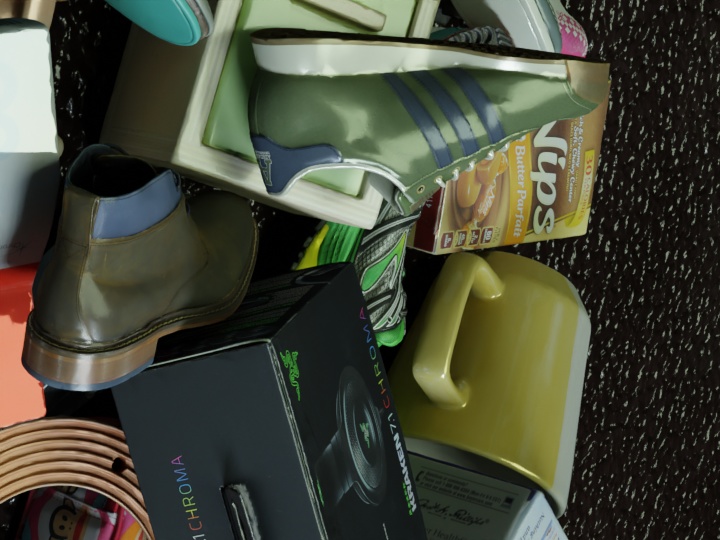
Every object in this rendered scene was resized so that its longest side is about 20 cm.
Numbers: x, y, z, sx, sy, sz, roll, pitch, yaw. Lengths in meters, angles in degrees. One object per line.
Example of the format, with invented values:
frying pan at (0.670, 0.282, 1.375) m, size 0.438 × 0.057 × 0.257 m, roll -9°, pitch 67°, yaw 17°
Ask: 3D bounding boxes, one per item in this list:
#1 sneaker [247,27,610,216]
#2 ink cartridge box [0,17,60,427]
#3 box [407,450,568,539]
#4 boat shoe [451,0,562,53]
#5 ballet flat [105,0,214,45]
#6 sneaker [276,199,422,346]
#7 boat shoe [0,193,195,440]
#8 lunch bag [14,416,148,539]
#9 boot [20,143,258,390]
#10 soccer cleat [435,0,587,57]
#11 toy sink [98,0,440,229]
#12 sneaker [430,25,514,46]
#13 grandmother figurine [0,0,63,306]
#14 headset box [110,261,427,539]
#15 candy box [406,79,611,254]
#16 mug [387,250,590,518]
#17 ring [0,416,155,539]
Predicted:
sneaker at (0.033, -0.074, 1.069) m, size 0.198 × 0.067 × 0.091 m, roll 2°, pitch 101°, yaw -23°
ink cartridge box at (-0.216, -0.008, 0.951) m, size 0.159 × 0.047 × 0.202 m, roll -12°, pitch 105°, yaw -33°
box at (0.048, 0.213, 1.349) m, size 0.105 × 0.183 × 0.201 m, roll -58°, pitch 143°, yaw -25°
boat shoe at (0.075, -0.215, 1.259) m, size 0.062 × 0.073 × 0.201 m, roll -36°, pitch 97°, yaw -28°
ballet flat at (-0.137, -0.188, 0.994) m, size 0.199 × 0.067 × 0.064 m, roll 36°, pitch 66°, yaw -30°
sneaker at (0.000, 0.000, 1.271) m, size 0.085 × 0.078 × 0.201 m, roll 36°, pitch 73°, yaw -8°
boat shoe at (-0.147, 0.036, 1.101) m, size 0.199 × 0.073 × 0.068 m, roll -46°, pitch 142°, yaw -33°
lunch bag at (-0.130, 0.191, 1.185) m, size 0.176 × 0.081 × 0.202 m, roll 22°, pitch 86°, yaw -59°
boot at (-0.096, -0.023, 1.017) m, size 0.200 × 0.074 × 0.098 m, roll -47°, pitch 152°, yaw -58°
soccer cleat at (0.102, -0.192, 1.371) m, size 0.199 × 0.069 × 0.087 m, roll 16°, pitch 90°, yaw -55°
toy sink at (-0.039, -0.139, 1.115) m, size 0.129 × 0.112 × 0.202 m, roll 18°, pitch 87°, yaw -30°
sneaker at (-0.006, -0.104, 1.252) m, size 0.198 × 0.093 × 0.071 m, roll -17°, pitch 102°, yaw -22°
grandmother figurine at (-0.189, -0.053, 1.023) m, size 0.121 × 0.060 × 0.202 m, roll 5°, pitch 96°, yaw -47°
headset box at (-0.045, 0.105, 1.088) m, size 0.200 × 0.092 × 0.176 m, roll -42°, pitch 118°, yaw -73°
candy box at (0.094, -0.079, 1.415) m, size 0.199 × 0.055 × 0.117 m, roll -8°, pitch 110°, yaw -53°
mug at (0.092, 0.068, 1.382) m, size 0.187 × 0.148 × 0.154 m, roll 132°, pitch -21°, yaw -68°
ring at (-0.163, 0.175, 1.066) m, size 0.199 × 0.019 × 0.203 m, roll -4°, pitch 97°, yaw -32°
